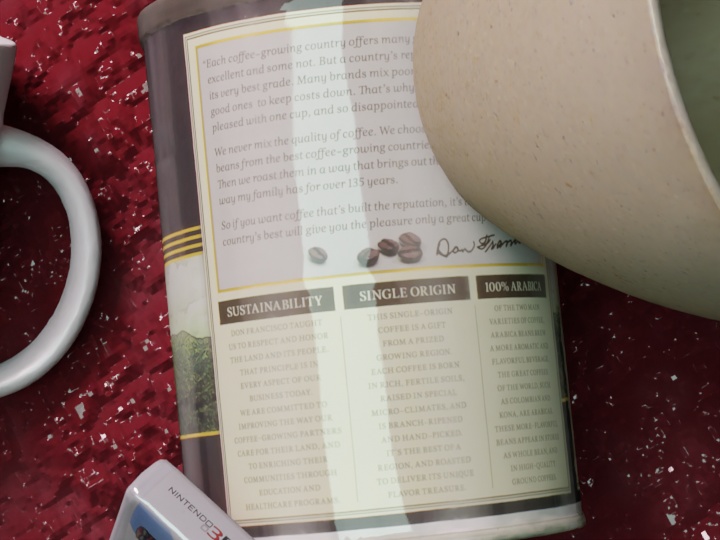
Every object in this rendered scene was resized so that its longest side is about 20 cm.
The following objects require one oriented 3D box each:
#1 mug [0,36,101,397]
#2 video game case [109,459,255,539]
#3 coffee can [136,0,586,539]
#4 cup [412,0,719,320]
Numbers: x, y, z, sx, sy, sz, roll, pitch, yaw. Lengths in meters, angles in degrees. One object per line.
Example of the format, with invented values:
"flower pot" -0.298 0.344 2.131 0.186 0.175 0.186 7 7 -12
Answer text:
"mug" -0.199 -0.014 0.850 0.199 0.148 0.176 12 97 -19
"video game case" -0.027 0.174 0.780 0.182 0.200 0.022 41 58 11
"coffee can" 0.000 0.000 0.797 0.146 0.146 0.201 -6 85 10
"cup" 0.102 -0.071 0.705 0.143 0.200 0.201 -11 83 47
